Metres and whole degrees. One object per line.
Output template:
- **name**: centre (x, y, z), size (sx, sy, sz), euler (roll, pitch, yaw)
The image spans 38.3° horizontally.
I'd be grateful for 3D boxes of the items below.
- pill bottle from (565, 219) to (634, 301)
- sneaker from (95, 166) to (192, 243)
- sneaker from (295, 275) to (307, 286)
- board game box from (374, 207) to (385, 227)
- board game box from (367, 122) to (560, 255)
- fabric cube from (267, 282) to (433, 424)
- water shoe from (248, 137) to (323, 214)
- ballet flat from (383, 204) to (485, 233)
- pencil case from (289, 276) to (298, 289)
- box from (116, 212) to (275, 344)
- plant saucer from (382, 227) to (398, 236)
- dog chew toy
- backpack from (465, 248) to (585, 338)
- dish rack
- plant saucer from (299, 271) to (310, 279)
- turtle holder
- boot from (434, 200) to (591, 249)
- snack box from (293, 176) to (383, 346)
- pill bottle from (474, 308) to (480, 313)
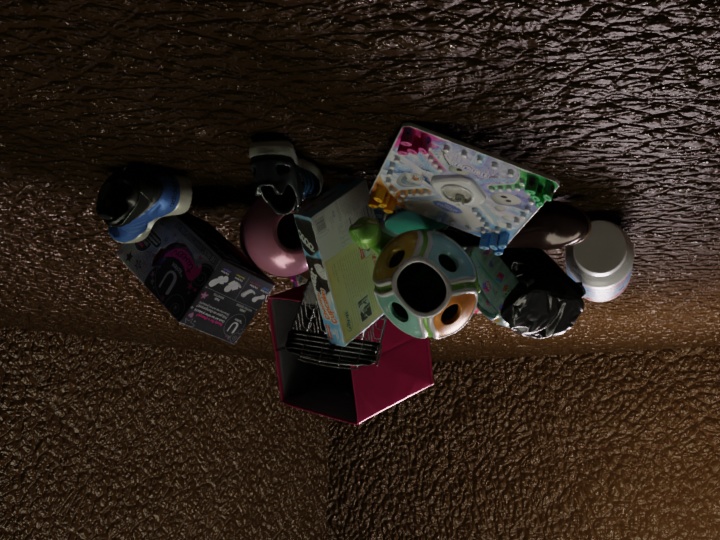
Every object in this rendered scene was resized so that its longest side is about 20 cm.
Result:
- **pill bottle**: centre (0.383, -0.018, 1.663), size (0.107, 0.111, 0.200), euler (-1, 170, 13)
- **sneaker**: centre (-0.333, -0.090, 1.457), size (0.110, 0.078, 0.198), euler (3, 167, -42)
- **sneaker**: centre (-0.025, -0.007, 1.945), size (0.197, 0.073, 0.072), euler (-9, 142, -10)
- **board game box**: centre (0.026, -0.061, 1.667), size (0.197, 0.042, 0.199), euler (-1, 169, 15)
- **board game box**: centre (0.119, -0.094, 1.283), size (0.197, 0.026, 0.200), euler (20, 157, -4)
- **fabric cube**: centre (-0.015, 0.120, 1.774), size (0.198, 0.203, 0.194), euler (-20, -160, -41)
- **water shoe**: centre (-0.100, -0.107, 1.331), size (0.070, 0.080, 0.200), euler (-1, 169, 15)
- **ballet flat**: centre (0.111, -0.096, 1.401), size (0.075, 0.065, 0.199), euler (33, 152, -31)
- **pencil case**: centre (-0.045, 0.025, 2.032), size (0.196, 0.090, 0.088), euler (1, 170, -9)
- **box**: centre (-0.248, -0.001, 1.539), size (0.199, 0.116, 0.132), euler (38, -174, 38)
- **plant saucer**: centre (0.074, -0.028, 1.617), size (0.197, 0.039, 0.201), euler (1, 169, 0)
- **dog chew toy**: centre (-0.124, -0.053, 1.536), size (0.122, 0.127, 0.200), euler (5, 176, -19)
- **backpack**: centre (0.236, 0.013, 1.624), size (0.166, 0.127, 0.201), euler (20, -157, -41)
- **dish rack**: centre (-0.028, 0.082, 1.518), size (0.151, 0.201, 0.055), euler (7, 126, 7)
- **plant saucer**: centre (0.000, 0.000, 1.590), size (0.197, 0.035, 0.200), euler (8, 167, 2)
- **turtle holder**: centre (0.079, 0.001, 1.375), size (0.139, 0.188, 0.132), euler (-20, 179, 9)
- **boot**: centre (0.216, -0.052, 1.478), size (0.197, 0.074, 0.166), euler (5, -164, 26)
- **snack box**: centre (-0.019, -0.012, 1.424), size (0.037, 0.203, 0.116), euler (12, -144, 41)
- **pill bottle**: centre (0.134, 0.019, 1.893), size (0.196, 0.113, 0.111), euler (2, 170, -5)
